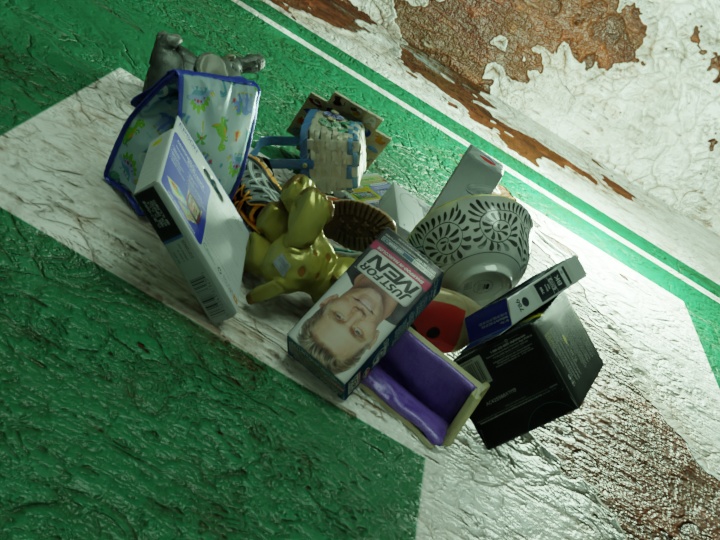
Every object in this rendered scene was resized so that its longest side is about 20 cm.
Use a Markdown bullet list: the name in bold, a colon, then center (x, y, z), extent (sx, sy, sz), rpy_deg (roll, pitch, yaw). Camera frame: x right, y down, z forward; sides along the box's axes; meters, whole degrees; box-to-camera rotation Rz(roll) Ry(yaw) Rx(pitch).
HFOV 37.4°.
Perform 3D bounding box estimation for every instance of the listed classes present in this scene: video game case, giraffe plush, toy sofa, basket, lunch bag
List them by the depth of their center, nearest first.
- **toy sofa**: center (0.062, 0.132, 1.384), extent (0.199, 0.084, 0.097), rpy_deg (39, 22, 15)
- **giraffe plush**: center (-0.056, -0.006, 1.439), extent (0.161, 0.173, 0.201), rpy_deg (32, 24, -28)
- **lunch bag**: center (-0.239, -0.184, 1.480), extent (0.127, 0.202, 0.169), rpy_deg (42, 25, 25)
- **basket**: center (-0.090, -0.204, 1.832), extent (0.196, 0.142, 0.177), rpy_deg (-3, 21, 5)
- **video game case**: center (0.047, -0.115, 1.963), extent (0.181, 0.022, 0.199), rpy_deg (41, 24, 18)

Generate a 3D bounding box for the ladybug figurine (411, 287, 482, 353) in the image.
- **ladybug figurine**: center (0.079, 0.068, 1.506), extent (0.196, 0.136, 0.073), rpy_deg (12, 67, -7)

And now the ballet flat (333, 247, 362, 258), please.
- **ballet flat**: center (0.000, 0.000, 1.560), extent (0.197, 0.071, 0.069), rpy_deg (2, 3, 34)

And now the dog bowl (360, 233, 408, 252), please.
- **dog bowl**: center (0.078, 0.018, 1.677), extent (0.198, 0.059, 0.201), rpy_deg (27, 22, -12)

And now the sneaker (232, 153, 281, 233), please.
- **sneaker**: center (-0.161, -0.109, 1.602), extent (0.199, 0.079, 0.077), rpy_deg (38, 32, 17)

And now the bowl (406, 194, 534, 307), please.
- **bowl**: center (0.169, -0.007, 1.550), extent (0.198, 0.201, 0.095), rpy_deg (18, 42, -31)

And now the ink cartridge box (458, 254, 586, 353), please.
- **ink cartridge box**: center (0.216, 0.045, 1.461), extent (0.199, 0.099, 0.040), rpy_deg (-30, 89, -38)

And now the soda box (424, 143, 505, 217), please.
- **soda box**: center (0.143, -0.089, 1.639), extent (0.068, 0.202, 0.064), rpy_deg (32, 21, 0)

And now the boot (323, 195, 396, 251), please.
- **boot**: center (-0.020, -0.082, 1.647), extent (0.197, 0.077, 0.107), rpy_deg (13, 16, 26)

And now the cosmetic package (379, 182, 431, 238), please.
- **cosmetic package**: center (0.127, -0.052, 1.862), extent (0.198, 0.052, 0.152), rpy_deg (31, 29, -21)

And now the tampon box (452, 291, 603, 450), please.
- **tampon box**: center (0.230, 0.133, 1.474), extent (0.128, 0.149, 0.200), rpy_deg (60, 25, 1)

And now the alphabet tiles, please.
- **alphabet tiles**: center (-0.041, -0.245, 1.913), extent (0.164, 0.200, 0.006), rpy_deg (28, 58, -11)

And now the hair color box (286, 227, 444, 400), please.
- **hair color box**: center (0.007, 0.053, 1.343), extent (0.099, 0.200, 0.061), rpy_deg (37, -22, 15)

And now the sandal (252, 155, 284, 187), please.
- **sandal**: center (-0.156, -0.153, 1.719), extent (0.198, 0.058, 0.080), rpy_deg (21, 24, -27)

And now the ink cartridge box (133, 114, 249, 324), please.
- **ink cartridge box**: center (-0.208, -0.068, 1.340), extent (0.199, 0.046, 0.201), rpy_deg (61, 11, -27)

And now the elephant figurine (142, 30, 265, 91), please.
- **elephant figurine**: center (-0.264, -0.323, 1.814), extent (0.196, 0.158, 0.141), rpy_deg (16, 3, -16)
